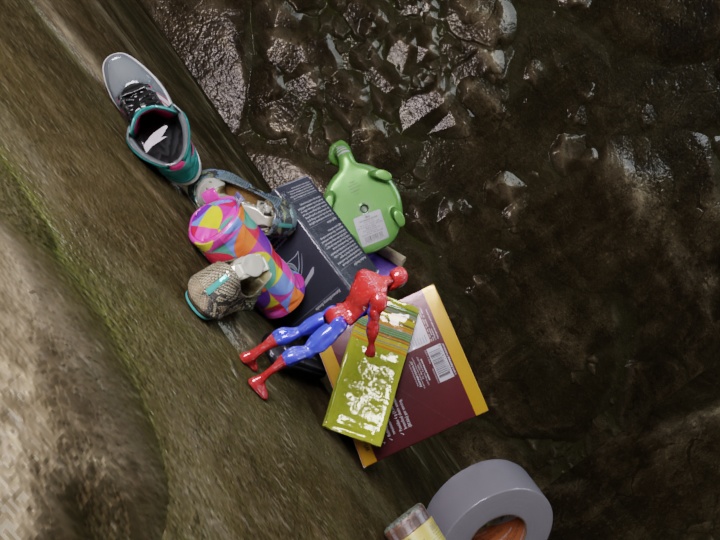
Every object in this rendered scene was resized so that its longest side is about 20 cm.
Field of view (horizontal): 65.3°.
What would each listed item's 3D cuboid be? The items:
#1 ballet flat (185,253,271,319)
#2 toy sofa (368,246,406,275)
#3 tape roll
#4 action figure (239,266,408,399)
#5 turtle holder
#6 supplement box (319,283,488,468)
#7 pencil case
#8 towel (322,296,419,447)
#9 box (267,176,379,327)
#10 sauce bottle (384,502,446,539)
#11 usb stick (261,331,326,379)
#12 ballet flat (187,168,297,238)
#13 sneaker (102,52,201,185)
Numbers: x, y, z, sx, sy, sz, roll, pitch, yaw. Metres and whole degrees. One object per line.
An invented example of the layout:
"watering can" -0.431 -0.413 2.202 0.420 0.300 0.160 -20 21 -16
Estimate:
"ballet flat" -0.137 0.012 0.639 0.068 0.075 0.200 51 0 -2
"toy sofa" 0.000 0.000 1.046 0.082 0.199 0.099 30 -55 25
"tape roll" 0.200 0.400 0.884 0.202 0.199 0.066 54 0 -30
"action figure" -0.023 0.071 0.618 0.066 0.198 0.099 55 1 43
"turtle holder" -0.012 -0.119 0.982 0.185 0.142 0.132 40 0 -7
"supplement box" 0.060 0.160 0.871 0.133 0.197 0.201 65 1 -81
"pencil case" -0.151 -0.017 0.772 0.089 0.088 0.201 55 -2 45
"towel" 0.017 0.129 0.775 0.084 0.203 0.018 16 -23 6
"box" -0.093 -0.020 0.901 0.201 0.147 0.104 53 32 0
"sauce bottle" 0.103 0.379 0.654 0.201 0.064 0.065 55 1 21
"usb stick" -0.088 0.123 0.787 0.056 0.033 0.200 49 -2 17
"ballet flat" -0.185 -0.100 0.815 0.196 0.076 0.074 18 -13 19
"sneaker" -0.286 -0.211 0.750 0.202 0.083 0.121 57 -9 -7
